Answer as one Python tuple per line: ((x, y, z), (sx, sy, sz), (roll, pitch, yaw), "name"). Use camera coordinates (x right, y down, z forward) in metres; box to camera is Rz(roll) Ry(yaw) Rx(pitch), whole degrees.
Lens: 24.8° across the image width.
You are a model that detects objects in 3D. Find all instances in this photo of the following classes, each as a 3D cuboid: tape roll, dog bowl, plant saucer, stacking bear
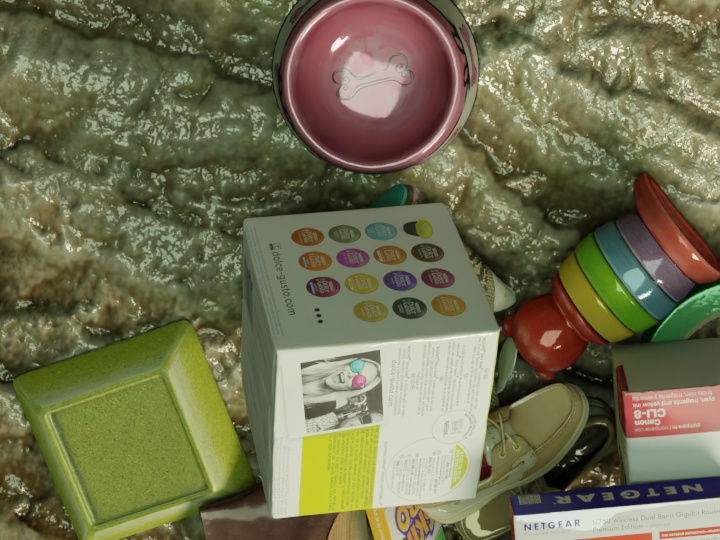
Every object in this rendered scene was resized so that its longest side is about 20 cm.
((0.372, 0.100, 1.600), (0.200, 0.048, 0.201), (1, 105, 4), "tape roll")
((0.013, -0.181, 1.534), (0.199, 0.074, 0.201), (1, 105, 3), "dog bowl")
((-0.231, 0.175, 1.654), (0.199, 0.048, 0.200), (-19, 103, 8), "plant saucer")
((0.231, 0.021, 1.560), (0.200, 0.114, 0.122), (-39, 99, 16), "stacking bear")

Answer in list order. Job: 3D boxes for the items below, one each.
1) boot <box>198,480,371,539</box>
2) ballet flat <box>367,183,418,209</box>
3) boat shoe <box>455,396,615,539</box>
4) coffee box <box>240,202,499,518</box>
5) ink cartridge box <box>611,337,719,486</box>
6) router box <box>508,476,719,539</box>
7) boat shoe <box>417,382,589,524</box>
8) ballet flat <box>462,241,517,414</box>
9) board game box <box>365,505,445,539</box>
((-0.079, 0.223, 1.633), (0.166, 0.072, 0.201), (-11, 112, -7), "boot")
((0.000, 0.000, 1.592), (0.071, 0.069, 0.200), (37, 108, -25), "ballet flat")
((0.173, 0.206, 1.629), (0.200, 0.065, 0.072), (-40, 99, 12), "boat shoe")
((0.002, 0.079, 1.487), (0.197, 0.200, 0.200), (-4, 127, -11), "coffee box")
((0.315, 0.179, 1.524), (0.144, 0.145, 0.201), (-6, 104, 5), "ink cartridge box")
((0.238, 0.282, 1.449), (0.199, 0.049, 0.180), (-5, 104, 1), "router box")
((0.132, 0.175, 1.589), (0.200, 0.069, 0.074), (-40, 55, 12), "boat shoe")
((0.117, 0.056, 1.602), (0.075, 0.068, 0.201), (-9, 111, -17), "ballet flat")
((0.038, 0.227, 1.628), (0.030, 0.096, 0.201), (-5, 107, 31), "board game box")
